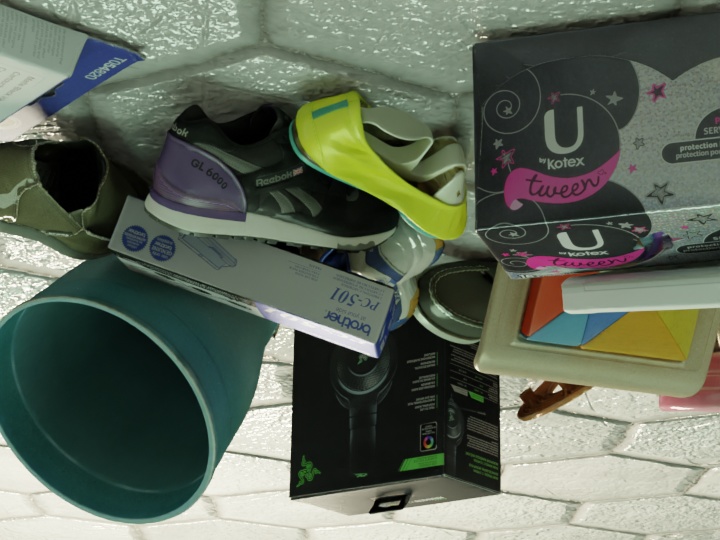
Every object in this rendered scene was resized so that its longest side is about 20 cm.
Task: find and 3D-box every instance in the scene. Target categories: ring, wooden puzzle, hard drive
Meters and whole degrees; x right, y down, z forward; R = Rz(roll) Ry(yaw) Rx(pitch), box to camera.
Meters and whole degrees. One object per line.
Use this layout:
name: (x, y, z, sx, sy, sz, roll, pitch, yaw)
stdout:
ring: (0.211, 0.062, 1.522, 0.200, 0.019, 0.200, -38, -178, 1)
wooden puzzle: (0.188, -0.005, 1.282, 0.184, 0.201, 0.037, 8, -162, -19)
hard drive: (0.248, 0.006, 1.147, 0.199, 0.026, 0.132, -5, -178, 40)

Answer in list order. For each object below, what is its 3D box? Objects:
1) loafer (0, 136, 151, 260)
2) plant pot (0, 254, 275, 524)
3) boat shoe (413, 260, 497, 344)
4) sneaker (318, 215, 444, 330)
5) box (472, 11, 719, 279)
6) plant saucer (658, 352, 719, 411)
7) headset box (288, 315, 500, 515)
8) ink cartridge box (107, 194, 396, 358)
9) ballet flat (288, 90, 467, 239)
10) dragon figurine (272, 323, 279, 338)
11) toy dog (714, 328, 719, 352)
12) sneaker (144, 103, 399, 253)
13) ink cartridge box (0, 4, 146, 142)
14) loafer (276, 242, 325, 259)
loafer: (-0.201, -0.053, 1.275, 0.069, 0.076, 0.200, -15, 171, 26)
plant pot: (-0.162, 0.064, 1.410, 0.199, 0.188, 0.201, 12, 123, 19)
boat shoe: (0.129, 0.025, 1.517, 0.201, 0.073, 0.060, 8, 161, -38)
sneaker: (0.000, 0.000, 1.407, 0.088, 0.076, 0.200, -23, 160, -18)
box: (0.177, -0.076, 1.127, 0.199, 0.133, 0.115, -5, 161, 17)
plant saucer: (0.356, 0.095, 1.532, 0.199, 0.051, 0.201, -1, 176, 0)
headset box: (0.030, 0.118, 1.588, 0.173, 0.201, 0.093, -12, 157, 36)
ink cartridge box: (-0.074, 0.006, 1.277, 0.199, 0.044, 0.094, 19, 172, 5)
ballet flat: (0.034, -0.075, 1.254, 0.067, 0.067, 0.200, -30, 146, 27)
dragon figurine: (-0.120, 0.021, 1.534, 0.199, 0.059, 0.099, -13, 157, 38)
toy dog: (0.342, 0.018, 1.493, 0.131, 0.097, 0.200, 0, 176, -5)
sneaker: (-0.047, -0.067, 1.241, 0.199, 0.088, 0.076, 3, -158, -37)
ink cartridge box: (-0.274, -0.122, 1.163, 0.199, 0.041, 0.199, 15, 156, -35)
loafer: (-0.069, -0.026, 1.376, 0.073, 0.071, 0.200, -5, 160, 17)
